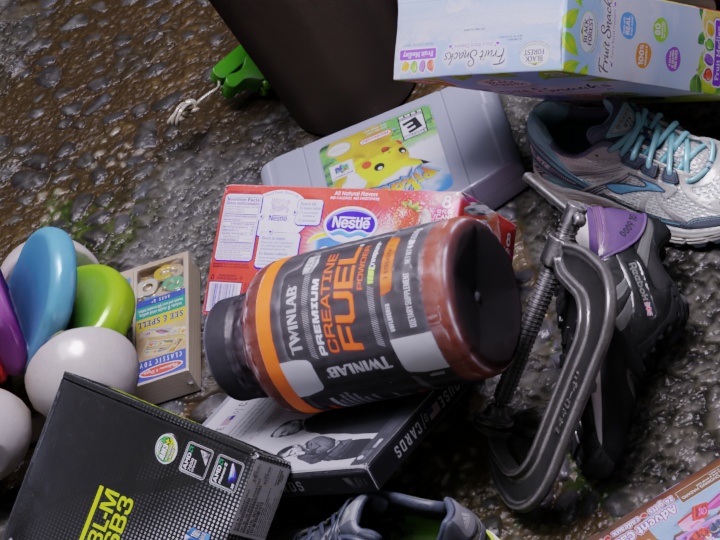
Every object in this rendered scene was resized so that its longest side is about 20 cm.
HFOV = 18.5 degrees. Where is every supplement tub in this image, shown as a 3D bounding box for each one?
[{"bbox_3d":[-0.003,0.035,1.438,0.199,0.107,0.107,-14,41,30],"label":"supplement tub"}]

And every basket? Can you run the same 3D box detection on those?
[{"bbox_3d":[-0.041,-0.215,1.752,0.136,0.200,0.181,1,47,30],"label":"basket"}]

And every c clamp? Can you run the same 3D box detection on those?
[{"bbox_3d":[0.119,0.051,1.448,0.171,0.027,0.201,39,113,65],"label":"c clamp"}]

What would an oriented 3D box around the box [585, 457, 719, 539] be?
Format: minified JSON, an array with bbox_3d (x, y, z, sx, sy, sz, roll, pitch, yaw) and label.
[{"bbox_3d":[0.241,0.169,1.324,0.200,0.039,0.137,-31,41,-4],"label":"box"}]

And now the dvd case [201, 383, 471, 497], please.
[{"bbox_3d":[-0.030,0.103,1.492,0.200,0.025,0.150,-9,26,41],"label":"dvd case"}]

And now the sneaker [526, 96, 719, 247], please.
[{"bbox_3d":[0.199,-0.076,1.564,0.199,0.086,0.078,9,54,36],"label":"sneaker"}]

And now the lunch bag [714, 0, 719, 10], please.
[{"bbox_3d":[0.334,-0.266,1.698,0.176,0.082,0.200,-36,39,-17],"label":"lunch bag"}]

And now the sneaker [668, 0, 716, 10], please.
[{"bbox_3d":[0.199,-0.238,1.689,0.200,0.069,0.100,5,91,52],"label":"sneaker"}]

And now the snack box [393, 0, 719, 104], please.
[{"bbox_3d":[0.151,-0.158,1.575,0.168,0.200,0.068,3,88,49],"label":"snack box"}]

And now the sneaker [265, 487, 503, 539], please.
[{"bbox_3d":[-0.005,0.175,1.420,0.199,0.081,0.074,-9,44,21],"label":"sneaker"}]

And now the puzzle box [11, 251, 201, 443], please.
[{"bbox_3d":[-0.217,0.066,1.692,0.199,0.025,0.133,-18,42,11],"label":"puzzle box"}]

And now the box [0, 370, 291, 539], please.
[{"bbox_3d":[-0.156,0.187,1.454,0.193,0.047,0.201,19,87,38],"label":"box"}]

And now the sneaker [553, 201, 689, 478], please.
[{"bbox_3d":[0.179,0.042,1.466,0.087,0.076,0.201,4,59,-6],"label":"sneaker"}]

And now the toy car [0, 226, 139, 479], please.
[{"bbox_3d":[-0.266,0.041,1.608,0.200,0.150,0.175,-28,41,0],"label":"toy car"}]

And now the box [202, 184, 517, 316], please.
[{"bbox_3d":[0.000,0.000,1.564,0.199,0.095,0.100,3,78,31],"label":"box"}]

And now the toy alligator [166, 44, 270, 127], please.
[{"bbox_3d":[-0.081,-0.175,1.849,0.054,0.059,0.200,37,65,3],"label":"toy alligator"}]

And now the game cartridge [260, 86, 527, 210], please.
[{"bbox_3d":[0.024,-0.067,1.692,0.199,0.041,0.134,-22,45,7],"label":"game cartridge"}]
